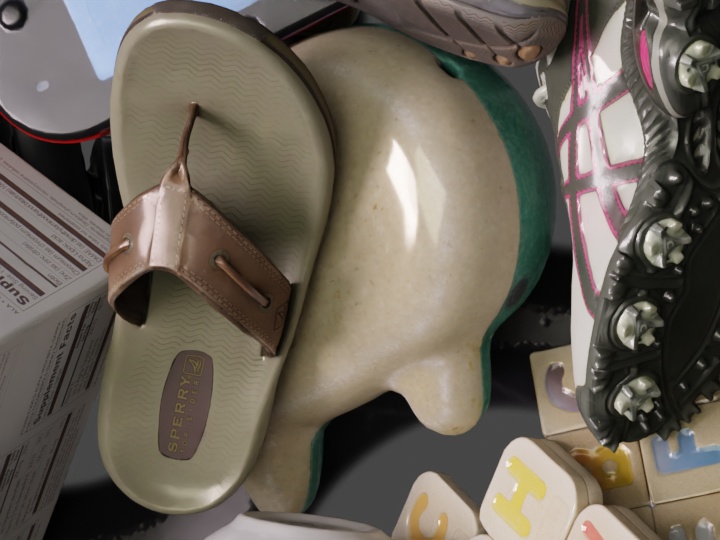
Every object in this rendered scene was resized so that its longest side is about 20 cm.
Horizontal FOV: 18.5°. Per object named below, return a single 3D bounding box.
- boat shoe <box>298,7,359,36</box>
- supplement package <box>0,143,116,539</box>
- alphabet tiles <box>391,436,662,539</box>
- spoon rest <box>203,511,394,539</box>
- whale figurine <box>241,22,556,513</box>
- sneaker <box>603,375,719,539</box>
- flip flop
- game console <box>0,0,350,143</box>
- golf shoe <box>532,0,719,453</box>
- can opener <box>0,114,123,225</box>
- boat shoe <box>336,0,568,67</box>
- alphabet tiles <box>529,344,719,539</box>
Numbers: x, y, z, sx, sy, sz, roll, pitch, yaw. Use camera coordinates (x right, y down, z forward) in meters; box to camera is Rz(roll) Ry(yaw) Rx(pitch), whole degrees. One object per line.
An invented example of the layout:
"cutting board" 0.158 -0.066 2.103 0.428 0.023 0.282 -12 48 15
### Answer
"boat shoe" -0.079 -0.163 0.860 0.199 0.072 0.065 30 65 3
"supplement package" -0.197 0.044 0.844 0.155 0.111 0.201 35 125 15
"alphabet tiles" 0.046 0.166 0.784 0.196 0.015 0.201 44 116 53
"spoon rest" -0.064 0.113 0.773 0.199 0.099 0.061 9 88 -21
"whale figurine" 0.000 0.000 0.835 0.159 0.103 0.201 43 126 23
"sneaker" 0.101 0.129 0.800 0.070 0.075 0.201 19 97 17
"flip flop" -0.058 0.005 0.758 0.081 0.058 0.201 14 118 4
"game console" -0.070 -0.158 0.797 0.199 0.031 0.178 -26 87 9
"golf shoe" 0.101 -0.039 0.763 0.088 0.077 0.201 33 122 52
"can opener" -0.130 -0.067 0.894 0.063 0.078 0.201 -26 76 56
"boat shoe" -0.016 -0.135 0.746 0.199 0.075 0.074 23 82 3
"alphabet tiles" 0.164 0.054 0.776 0.199 0.006 0.167 -13 66 11
